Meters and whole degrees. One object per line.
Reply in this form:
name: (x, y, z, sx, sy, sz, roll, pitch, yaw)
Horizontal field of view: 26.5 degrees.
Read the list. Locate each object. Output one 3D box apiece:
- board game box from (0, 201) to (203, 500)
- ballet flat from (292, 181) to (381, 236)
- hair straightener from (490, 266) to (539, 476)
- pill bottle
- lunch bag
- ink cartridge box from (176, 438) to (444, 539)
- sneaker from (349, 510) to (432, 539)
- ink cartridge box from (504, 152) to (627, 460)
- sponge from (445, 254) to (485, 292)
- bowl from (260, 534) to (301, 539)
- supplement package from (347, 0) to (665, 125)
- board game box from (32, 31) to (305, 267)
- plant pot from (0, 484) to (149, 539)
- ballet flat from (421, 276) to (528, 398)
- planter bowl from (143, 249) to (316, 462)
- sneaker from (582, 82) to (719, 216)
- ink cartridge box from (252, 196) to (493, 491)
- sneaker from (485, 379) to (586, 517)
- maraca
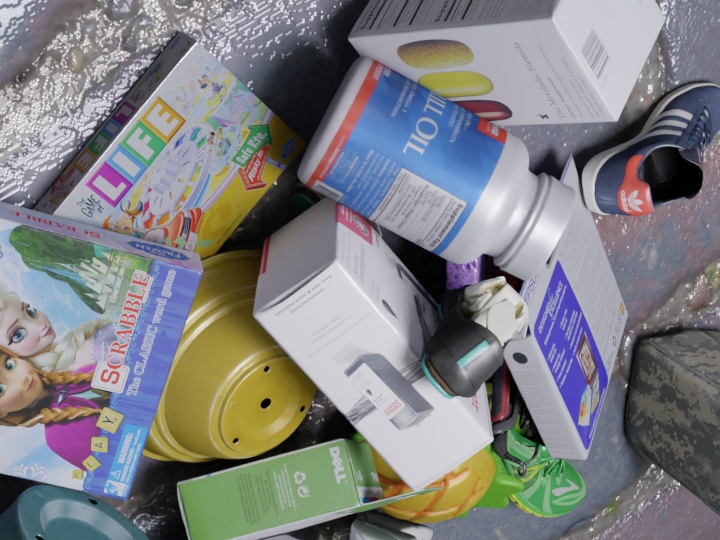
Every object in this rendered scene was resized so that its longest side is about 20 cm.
board game box: (-0.242, 0.058, 1.141, 0.199, 0.041, 0.200, 14, 107, -16)
ballet flat: (0.000, 0.000, 1.301, 0.062, 0.067, 0.200, -34, 126, -27)
hair straightener: (0.153, 0.093, 1.383, 0.077, 0.041, 0.200, 22, 57, -33)
pill bottle: (0.061, -0.074, 1.190, 0.200, 0.112, 0.112, 27, 96, -7)
lunch bag: (0.389, 0.145, 1.523, 0.168, 0.200, 0.140, -11, 116, -27)
ink cartridge box: (-0.040, 0.180, 1.273, 0.200, 0.059, 0.104, -16, 168, 10)
sneaker: (0.018, 0.260, 1.369, 0.200, 0.070, 0.080, 17, 86, -79)
ink cartridge box: (0.180, 0.032, 1.374, 0.200, 0.043, 0.198, 65, 34, -34)
sponge: (0.093, 0.013, 1.337, 0.030, 0.112, 0.200, 2, 112, 8)
bowl: (-0.122, 0.293, 1.307, 0.199, 0.075, 0.200, -10, 154, -26)
supplement package: (0.112, -0.187, 1.187, 0.114, 0.200, 0.110, 50, 57, -36)
board game box: (-0.153, -0.066, 1.192, 0.200, 0.034, 0.134, -51, 127, -3)
plant pot: (-0.249, 0.272, 1.157, 0.200, 0.200, 0.188, 25, 107, -37)
ballet flat: (0.096, 0.046, 1.183, 0.068, 0.200, 0.068, -40, 97, 15)
planter bowl: (-0.097, 0.090, 1.243, 0.200, 0.083, 0.201, -24, 132, -30)
sneaker: (0.296, -0.107, 1.411, 0.200, 0.084, 0.075, -39, 124, -29)
ink cartridge box: (0.012, 0.054, 1.206, 0.085, 0.146, 0.200, -34, 111, 15)
sneaker: (0.168, 0.172, 1.460, 0.200, 0.083, 0.074, 47, 41, -37)
maraca: (0.066, 0.181, 1.392, 0.200, 0.137, 0.107, 43, 41, -46)
